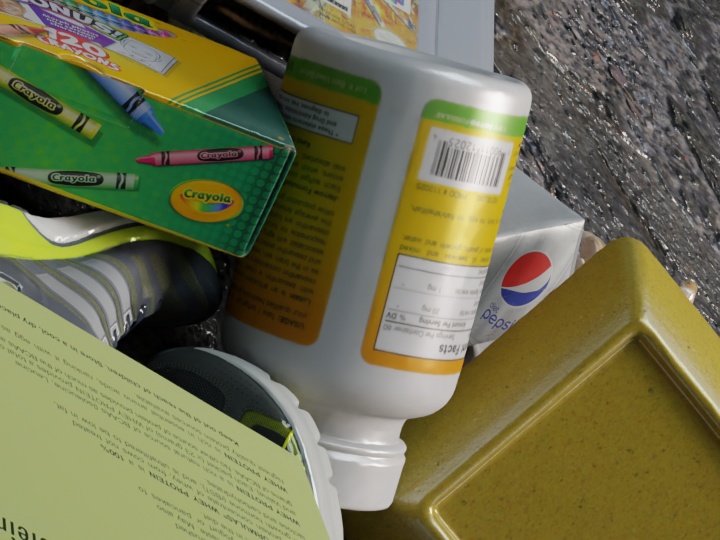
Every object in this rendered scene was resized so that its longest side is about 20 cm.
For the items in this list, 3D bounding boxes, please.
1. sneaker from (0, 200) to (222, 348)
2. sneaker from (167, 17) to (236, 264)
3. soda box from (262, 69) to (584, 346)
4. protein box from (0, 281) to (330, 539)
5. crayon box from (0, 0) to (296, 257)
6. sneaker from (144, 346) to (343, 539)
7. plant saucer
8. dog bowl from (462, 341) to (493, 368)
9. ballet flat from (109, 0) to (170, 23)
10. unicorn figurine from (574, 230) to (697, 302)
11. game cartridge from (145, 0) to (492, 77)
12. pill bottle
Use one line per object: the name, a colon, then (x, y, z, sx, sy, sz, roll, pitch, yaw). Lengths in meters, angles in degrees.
sneaker: (-0.128, 0.021, 1.165, 0.200, 0.074, 0.081, -1, 65, -53)
sneaker: (-0.084, -0.078, 1.378, 0.080, 0.071, 0.201, 12, 40, -32)
soda box: (0.022, -0.041, 1.385, 0.068, 0.064, 0.200, -11, 36, -35)
protein box: (-0.108, 0.129, 0.921, 0.198, 0.135, 0.200, 33, 20, -34)
crayon box: (-0.135, -0.082, 1.187, 0.199, 0.058, 0.119, 20, 18, -18)
sneaker: (-0.051, 0.114, 1.149, 0.084, 0.074, 0.200, 5, 47, -49)
plant saucer: (0.118, 0.119, 1.284, 0.200, 0.200, 0.048, 50, -5, -1)
dog bowl: (0.096, 0.101, 1.412, 0.200, 0.079, 0.201, 39, 28, -25)
ballet flat: (-0.122, -0.139, 1.326, 0.072, 0.068, 0.200, 55, 43, -32)
unicorn figurine: (0.165, 0.079, 1.396, 0.200, 0.074, 0.137, 36, 35, 0)
game cartridge: (-0.019, -0.142, 1.329, 0.199, 0.042, 0.134, 27, 45, -23)
pill bottle: (0.000, 0.000, 1.233, 0.110, 0.201, 0.111, 15, 7, -2)
